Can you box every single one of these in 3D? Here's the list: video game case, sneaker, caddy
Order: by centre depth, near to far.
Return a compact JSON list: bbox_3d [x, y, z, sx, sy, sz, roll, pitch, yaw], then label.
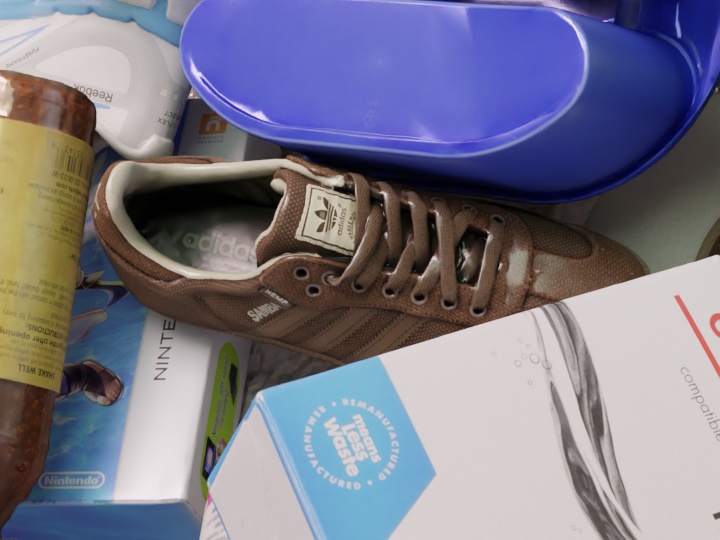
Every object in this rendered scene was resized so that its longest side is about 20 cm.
[{"bbox_3d":[0.000,0.000,0.687,0.198,0.076,0.071,6,74,15],"label":"sneaker"},{"bbox_3d":[0.033,-0.100,0.704,0.198,0.105,0.143,8,89,29],"label":"caddy"},{"bbox_3d":[-0.150,-0.073,0.783,0.198,0.075,0.088,5,84,33],"label":"sneaker"},{"bbox_3d":[-0.141,0.019,0.784,0.198,0.046,0.183,-2,56,15],"label":"video game case"}]

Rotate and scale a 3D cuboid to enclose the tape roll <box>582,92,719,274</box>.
[{"bbox_3d":[0.171,0.016,0.702,0.201,0.037,0.204,-7,56,11],"label":"tape roll"}]

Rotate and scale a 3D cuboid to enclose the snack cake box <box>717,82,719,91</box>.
[{"bbox_3d":[0.130,-0.176,0.792,0.067,0.115,0.201,-23,54,0],"label":"snack cake box"}]

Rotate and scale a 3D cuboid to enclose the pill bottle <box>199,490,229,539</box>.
[{"bbox_3d":[-0.006,0.157,0.612,0.112,0.114,0.202,-1,58,15],"label":"pill bottle"}]

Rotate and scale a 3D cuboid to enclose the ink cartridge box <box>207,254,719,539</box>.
[{"bbox_3d":[0.071,0.071,0.578,0.198,0.068,0.117,-16,68,-26],"label":"ink cartridge box"}]

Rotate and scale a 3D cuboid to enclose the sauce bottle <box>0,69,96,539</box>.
[{"bbox_3d":[-0.135,0.033,0.694,0.065,0.066,0.202,3,78,18],"label":"sauce bottle"}]
